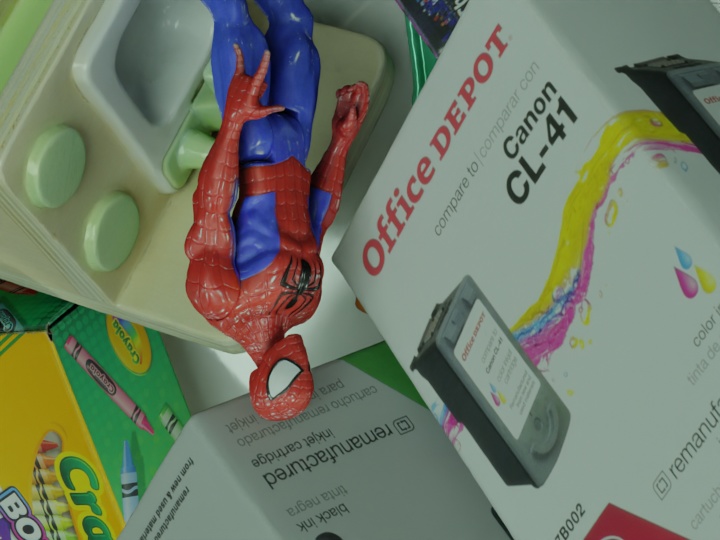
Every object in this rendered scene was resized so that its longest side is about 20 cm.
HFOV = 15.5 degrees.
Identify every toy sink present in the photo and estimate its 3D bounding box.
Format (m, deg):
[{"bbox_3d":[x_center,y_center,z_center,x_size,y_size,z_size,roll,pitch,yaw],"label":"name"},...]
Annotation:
[{"bbox_3d":[-0.111,-0.072,0.940,0.199,0.112,0.131,18,71,28],"label":"toy sink"}]

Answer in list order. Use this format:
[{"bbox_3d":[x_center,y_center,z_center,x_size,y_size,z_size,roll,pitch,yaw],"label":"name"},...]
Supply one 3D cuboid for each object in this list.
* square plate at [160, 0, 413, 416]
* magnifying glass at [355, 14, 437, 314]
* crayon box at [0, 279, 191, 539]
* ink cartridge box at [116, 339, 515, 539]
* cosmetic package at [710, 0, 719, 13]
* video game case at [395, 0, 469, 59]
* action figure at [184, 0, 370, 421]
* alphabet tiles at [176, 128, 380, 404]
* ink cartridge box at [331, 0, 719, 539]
[{"bbox_3d":[0.000,0.000,1.014,0.200,0.028,0.199,-35,93,15],"label":"square plate"},{"bbox_3d":[0.035,-0.076,0.960,0.079,0.022,0.201,23,109,23],"label":"magnifying glass"},{"bbox_3d":[-0.115,0.099,1.035,0.118,0.058,0.201,-5,114,36],"label":"crayon box"},{"bbox_3d":[0.036,0.127,0.903,0.200,0.146,0.084,52,136,20],"label":"ink cartridge box"},{"bbox_3d":[0.128,-0.051,0.945,0.082,0.051,0.201,1,100,6],"label":"cosmetic package"},{"bbox_3d":[0.046,-0.200,0.914,0.181,0.036,0.200,-39,71,11],"label":"video game case"},{"bbox_3d":[-0.030,-0.051,0.879,0.051,0.065,0.201,-4,85,36],"label":"action figure"},{"bbox_3d":[-0.082,-0.022,1.050,0.195,0.015,0.201,-25,94,16],"label":"alphabet tiles"},{"bbox_3d":[0.093,0.015,0.863,0.200,0.085,0.148,55,134,29],"label":"ink cartridge box"}]
